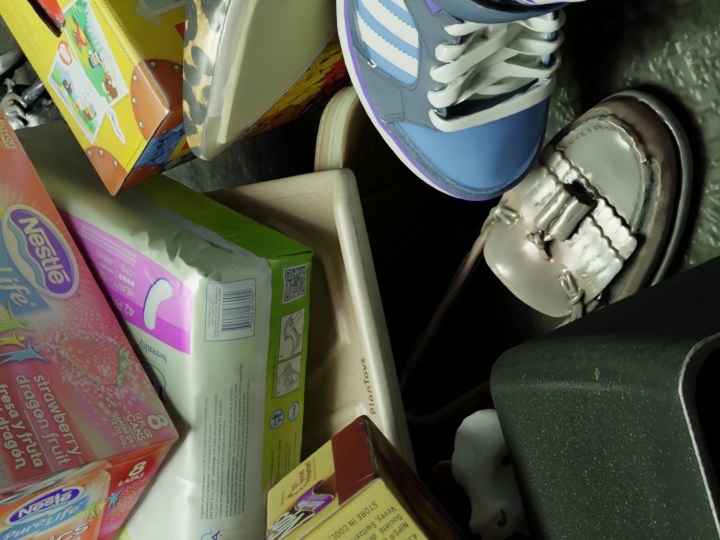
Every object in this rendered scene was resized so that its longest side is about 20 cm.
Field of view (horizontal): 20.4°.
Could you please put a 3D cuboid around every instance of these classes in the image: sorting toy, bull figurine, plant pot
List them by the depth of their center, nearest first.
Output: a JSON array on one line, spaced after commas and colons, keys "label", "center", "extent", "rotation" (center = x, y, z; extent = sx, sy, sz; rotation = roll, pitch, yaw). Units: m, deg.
[{"label": "plant pot", "center": [0.155, 0.079, 0.680], "extent": [0.177, 0.199, 0.201], "rotation": [5, 115, 62]}, {"label": "bull figurine", "center": [0.083, 0.106, 0.824], "extent": [0.122, 0.065, 0.200], "rotation": [60, -175, 3]}, {"label": "sorting toy", "center": [-0.038, 0.054, 0.901], "extent": [0.199, 0.036, 0.187], "rotation": [-6, 97, 53]}]

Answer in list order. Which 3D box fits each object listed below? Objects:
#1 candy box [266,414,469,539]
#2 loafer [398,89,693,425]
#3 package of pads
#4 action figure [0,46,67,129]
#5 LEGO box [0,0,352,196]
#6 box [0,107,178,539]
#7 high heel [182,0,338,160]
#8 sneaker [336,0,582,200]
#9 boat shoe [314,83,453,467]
[{"label": "candy box", "center": [0.046, 0.155, 0.749], "extent": [0.200, 0.056, 0.117], "rotation": [53, -178, -7]}, {"label": "loafer", "center": [0.073, 0.007, 0.843], "extent": [0.072, 0.063, 0.200], "rotation": [52, 143, 19]}, {"label": "package of pads", "center": [-0.105, 0.037, 0.893], "extent": [0.199, 0.068, 0.156], "rotation": [27, 121, 45]}, {"label": "action figure", "center": [-0.182, -0.074, 1.098], "extent": [0.119, 0.102, 0.200], "rotation": [56, 144, -7]}, {"label": "LEGO box", "center": [-0.089, -0.155, 0.885], "extent": [0.201, 0.148, 0.077], "rotation": [57, 144, 11]}, {"label": "box", "center": [-0.173, 0.025, 0.844], "extent": [0.201, 0.094, 0.103], "rotation": [58, 138, 22]}, {"label": "high heel", "center": [-0.061, -0.156, 0.807], "extent": [0.142, 0.071, 0.201], "rotation": [29, 101, 35]}, {"label": "sneaker", "center": [0.046, -0.093, 0.712], "extent": [0.147, 0.080, 0.201], "rotation": [-132, 24, -59]}, {"label": "boat shoe", "center": [0.000, 0.000, 0.931], "extent": [0.065, 0.072, 0.201], "rotation": [25, 134, 41]}]
